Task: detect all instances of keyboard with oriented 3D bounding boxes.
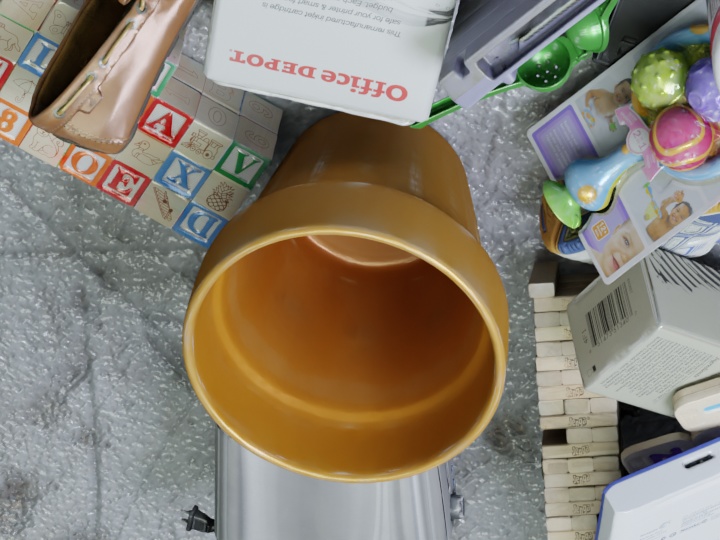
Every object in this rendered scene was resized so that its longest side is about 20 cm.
[{"bbox_3d":[0.243,-0.117,1.745,0.199,0.021,0.128,17,127,-4],"label":"keyboard"}]

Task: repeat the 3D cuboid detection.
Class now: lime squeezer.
[{"bbox_3d":[0.118,-0.146,1.718,0.070,0.038,0.200,20,135,-41],"label":"lime squeezer"}]

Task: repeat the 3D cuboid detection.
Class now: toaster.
[{"bbox_3d":[-0.026,0.127,1.918,0.198,0.114,0.130,5,124,8],"label":"toaster"}]

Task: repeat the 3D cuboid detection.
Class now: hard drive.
[{"bbox_3d":[0.213,0.176,1.837,0.131,0.025,0.200,-21,149,-14],"label":"hard drive"}]

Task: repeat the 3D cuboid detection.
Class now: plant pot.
[{"bbox_3d":[0.000,0.000,1.767,0.199,0.184,0.201,4,127,6],"label":"plant pot"}]

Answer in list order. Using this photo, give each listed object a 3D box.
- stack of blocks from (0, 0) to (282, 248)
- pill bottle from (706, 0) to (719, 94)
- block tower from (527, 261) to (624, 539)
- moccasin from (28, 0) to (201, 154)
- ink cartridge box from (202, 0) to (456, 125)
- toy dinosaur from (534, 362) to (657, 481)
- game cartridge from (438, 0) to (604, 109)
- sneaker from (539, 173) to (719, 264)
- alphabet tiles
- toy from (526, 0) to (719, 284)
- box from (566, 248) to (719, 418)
[{"bbox_3d":[-0.151,-0.114,1.781,0.199,0.059,0.115,29,126,-13],"label":"stack of blocks"},{"bbox_3d":[0.253,-0.175,1.578,0.119,0.201,0.120,2,132,2],"label":"pill bottle"},{"bbox_3d":[0.147,0.097,1.858,0.057,0.054,0.202,-4,104,8],"label":"block tower"},{"bbox_3d":[-0.142,-0.173,1.682,0.077,0.074,0.202,22,100,-33],"label":"moccasin"},{"bbox_3d":[-0.008,-0.202,1.676,0.143,0.084,0.201,12,127,-2],"label":"ink cartridge box"},{"bbox_3d":[0.173,0.149,1.926,0.102,0.077,0.200,-38,119,16],"label":"toy dinosaur"},{"bbox_3d":[0.133,-0.187,1.636,0.038,0.130,0.200,44,122,-15],"label":"game cartridge"},{"bbox_3d":[0.210,-0.051,1.761,0.199,0.076,0.088,-17,151,41],"label":"sneaker"},{"bbox_3d":[0.276,0.114,1.824,0.194,0.015,0.200,-18,145,15],"label":"alphabet tiles"},{"bbox_3d":[0.186,-0.092,1.690,0.200,0.116,0.047,-39,157,33],"label":"toy"},{"bbox_3d":[0.234,0.053,1.802,0.199,0.069,0.082,19,136,-35],"label":"box"}]
